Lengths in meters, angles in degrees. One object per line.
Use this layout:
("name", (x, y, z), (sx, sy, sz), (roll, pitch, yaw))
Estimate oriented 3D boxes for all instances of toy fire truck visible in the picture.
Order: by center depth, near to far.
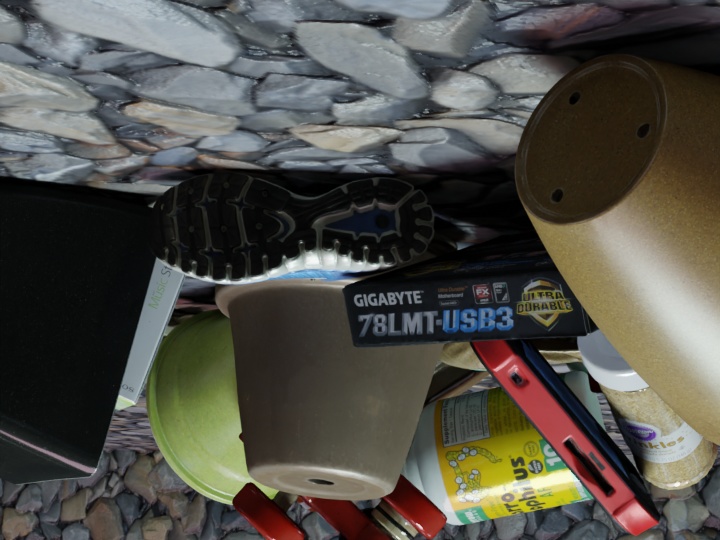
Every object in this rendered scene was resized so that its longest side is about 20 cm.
("toy fire truck", (-0.021, 0.202, 1.366), (0.200, 0.112, 0.168), (42, 174, -3))

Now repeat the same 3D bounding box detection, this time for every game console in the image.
("game console", (0.153, 0.102, 1.215), (0.031, 0.200, 0.177), (-39, -176, 11))

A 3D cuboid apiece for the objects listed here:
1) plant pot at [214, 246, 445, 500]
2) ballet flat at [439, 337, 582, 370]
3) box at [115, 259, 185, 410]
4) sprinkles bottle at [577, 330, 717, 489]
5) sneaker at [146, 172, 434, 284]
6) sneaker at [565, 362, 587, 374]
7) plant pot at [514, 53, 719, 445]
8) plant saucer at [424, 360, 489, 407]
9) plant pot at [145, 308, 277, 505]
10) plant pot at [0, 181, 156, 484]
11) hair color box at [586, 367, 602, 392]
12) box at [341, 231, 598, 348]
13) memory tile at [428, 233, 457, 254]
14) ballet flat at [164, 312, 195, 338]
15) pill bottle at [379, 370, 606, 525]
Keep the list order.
("plant pot", (-0.022, 0.078, 1.220), (0.198, 0.176, 0.200), (6, 161, 2))
("ballet flat", (0.156, 0.048, 1.356), (0.198, 0.068, 0.073), (3, 152, 9))
("box", (-0.192, 0.044, 1.284), (0.036, 0.146, 0.200), (24, 163, -15))
("sprinkles bottle", (0.215, 0.091, 1.175), (0.068, 0.069, 0.200), (-2, 148, 23))
("sneaker", (-0.049, -0.020, 1.104), (0.198, 0.079, 0.089), (2, 167, 2))
("sneaker", (0.275, 0.080, 1.434), (0.198, 0.074, 0.118), (12, 168, 14))
("plant pot", (0.177, -0.024, 0.833), (0.185, 0.188, 0.199), (-8, 152, 44))
("plant saucer", (0.090, 0.095, 1.505), (0.199, 0.030, 0.200), (-32, 170, -6))
("plant pot", (-0.078, 0.104, 1.520), (0.199, 0.202, 0.184), (9, 155, -30))
("plant pot", (-0.280, 0.033, 1.182), (0.176, 0.202, 0.199), (23, 162, -25))
("hair color box", (0.278, 0.041, 1.243), (0.198, 0.102, 0.061), (-1, 143, 14))
("box", (0.123, 0.005, 1.097), (0.199, 0.050, 0.198), (-6, -170, 42))
("memory tile", (0.000, 0.000, 1.283), (0.152, 0.017, 0.200), (6, 162, 1))
("ballet flat", (-0.209, 0.066, 1.633), (0.198, 0.068, 0.075), (12, 150, -31))
("pill bottle", (0.116, 0.163, 1.418), (0.198, 0.114, 0.113), (-13, 165, 15))
